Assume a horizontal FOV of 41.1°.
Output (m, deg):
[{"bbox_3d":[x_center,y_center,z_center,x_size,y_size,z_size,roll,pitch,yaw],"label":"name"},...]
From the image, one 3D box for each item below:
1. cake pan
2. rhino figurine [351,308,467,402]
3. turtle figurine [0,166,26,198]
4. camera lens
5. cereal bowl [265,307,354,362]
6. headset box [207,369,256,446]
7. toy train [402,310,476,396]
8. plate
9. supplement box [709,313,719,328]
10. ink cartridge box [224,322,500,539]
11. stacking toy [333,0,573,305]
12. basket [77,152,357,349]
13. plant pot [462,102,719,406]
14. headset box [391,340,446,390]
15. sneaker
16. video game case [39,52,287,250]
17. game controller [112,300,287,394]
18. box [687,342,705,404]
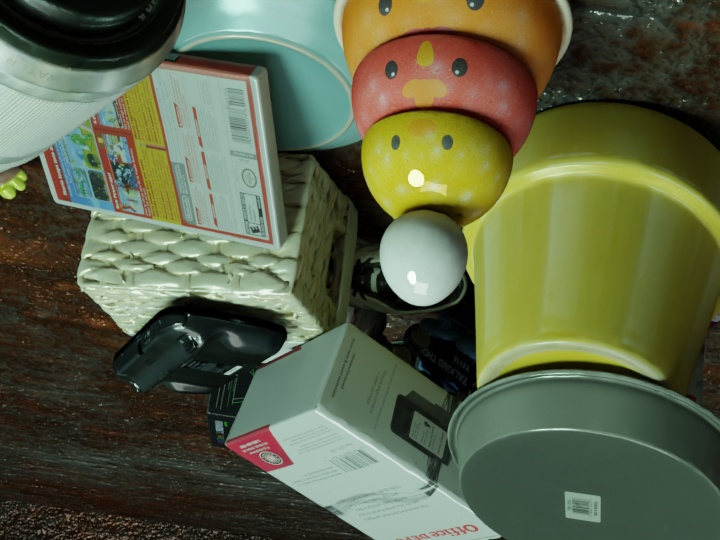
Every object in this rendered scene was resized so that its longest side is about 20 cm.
[{"bbox_3d":[0.152,0.141,0.636,0.199,0.037,0.201,11,140,10],"label":"cake pan"},{"bbox_3d":[0.032,0.094,0.914,0.060,0.201,0.088,-15,156,-37],"label":"rhino figurine"},{"bbox_3d":[-0.329,-0.066,0.747,0.064,0.201,0.161,32,175,-1],"label":"turtle figurine"},{"bbox_3d":[-0.203,-0.146,0.526,0.159,0.161,0.199,27,150,-35],"label":"camera lens"},{"bbox_3d":[-0.105,0.041,0.992,0.198,0.084,0.200,7,156,3],"label":"cereal bowl"},{"bbox_3d":[-0.092,0.181,1.256,0.198,0.093,0.174,9,156,-4],"label":"headset box"},{"bbox_3d":[0.128,0.107,0.949,0.114,0.087,0.200,7,-162,-42],"label":"toy train"},{"bbox_3d":[-0.069,-0.131,0.678,0.199,0.026,0.200,6,156,3],"label":"plate"},{"bbox_3d":[0.249,0.036,0.895,0.108,0.061,0.200,13,156,-6],"label":"supplement box"},{"bbox_3d":[0.013,0.146,0.794,0.200,0.084,0.145,36,142,-21],"label":"ink cartridge box"},{"bbox_3d":[0.048,-0.074,0.551,0.145,0.201,0.146,5,155,2],"label":"stacking toy"},{"bbox_3d":[-0.114,-0.019,0.789,0.198,0.137,0.123,2,159,13],"label":"basket"},{"bbox_3d":[0.161,0.018,0.671,0.199,0.190,0.202,11,138,10],"label":"plant pot"},{"bbox_3d":[0.104,0.191,1.139,0.092,0.175,0.200,-8,150,33],"label":"headset box"},{"bbox_3d":[0.000,0.000,0.855,0.198,0.076,0.088,1,-178,-7],"label":"sneaker"},{"bbox_3d":[-0.151,-0.092,0.687,0.199,0.017,0.144,12,133,18],"label":"video game case"},{"bbox_3d":[-0.137,0.068,0.795,0.104,0.042,0.200,3,162,-27],"label":"game controller"},{"bbox_3d":[0.189,0.096,0.758,0.155,0.200,0.041,2,119,21],"label":"box"}]
